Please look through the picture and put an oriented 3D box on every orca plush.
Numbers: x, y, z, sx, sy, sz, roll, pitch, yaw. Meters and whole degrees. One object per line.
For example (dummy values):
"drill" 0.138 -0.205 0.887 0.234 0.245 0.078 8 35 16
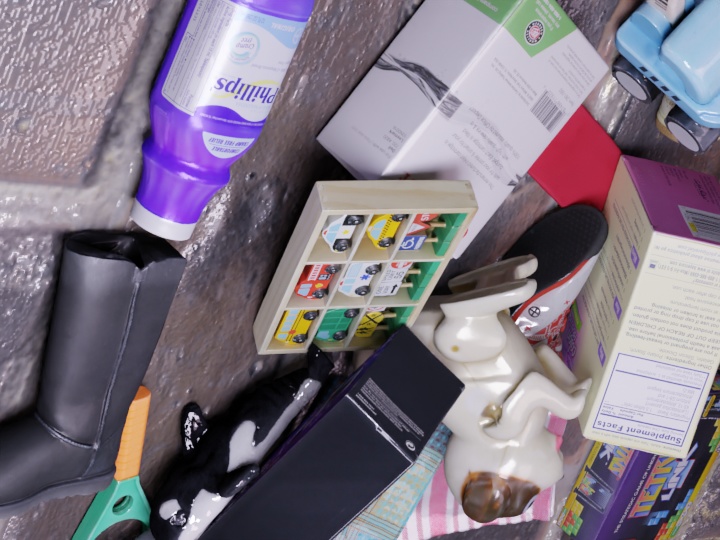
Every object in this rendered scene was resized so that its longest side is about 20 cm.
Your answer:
"orca plush" -0.107 0.128 1.381 0.071 0.105 0.200 43 92 -8

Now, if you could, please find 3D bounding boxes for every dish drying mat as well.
"dish drying mat" 0.177 -0.107 1.521 0.077 0.018 0.200 -52 141 1

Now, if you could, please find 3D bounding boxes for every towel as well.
"towel" -0.012 0.199 1.543 0.146 0.022 0.201 21 105 -31
"towel" 0.094 0.192 1.619 0.198 0.030 0.147 -9 129 -15

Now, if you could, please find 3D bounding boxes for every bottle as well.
"bottle" -0.102 -0.118 1.193 0.083 0.065 0.201 5 116 -48

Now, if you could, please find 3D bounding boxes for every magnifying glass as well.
"magnifying glass" -0.190 0.178 1.382 0.079 0.022 0.201 -15 129 -37

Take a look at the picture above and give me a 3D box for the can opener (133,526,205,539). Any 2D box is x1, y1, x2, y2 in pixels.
"can opener" -0.136 0.227 1.416 0.200 0.066 0.054 -36 141 -49

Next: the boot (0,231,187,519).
"boot" -0.217 0.072 1.232 0.164 0.066 0.201 -11 131 -50

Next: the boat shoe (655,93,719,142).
"boat shoe" 0.360 -0.171 1.605 0.199 0.073 0.063 -22 137 -30

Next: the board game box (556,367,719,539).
"board game box" 0.318 0.202 1.879 0.164 0.057 0.201 0 120 -46

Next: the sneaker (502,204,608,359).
"sneaker" 0.164 0.035 1.584 0.202 0.067 0.108 -50 143 4

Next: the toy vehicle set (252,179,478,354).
"toy vehicle set" 0.000 0.000 1.333 0.123 0.027 0.200 -2 147 -21

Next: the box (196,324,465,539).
"box" -0.023 0.153 1.379 0.200 0.079 0.141 -46 178 28

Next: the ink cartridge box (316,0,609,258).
"ink cartridge box" 0.081 -0.129 1.350 0.200 0.084 0.146 -50 142 1

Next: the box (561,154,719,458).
"box" 0.258 0.029 1.532 0.096 0.176 0.202 13 113 -7

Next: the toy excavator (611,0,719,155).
"toy excavator" 0.262 -0.212 1.439 0.100 0.194 0.200 -44 170 -7

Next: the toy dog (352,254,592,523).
"toy dog" 0.103 0.113 1.467 0.192 0.140 0.202 -18 98 1
